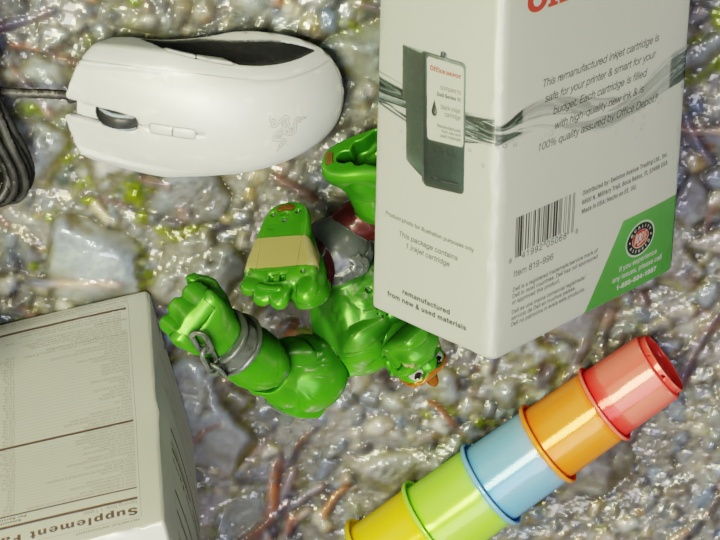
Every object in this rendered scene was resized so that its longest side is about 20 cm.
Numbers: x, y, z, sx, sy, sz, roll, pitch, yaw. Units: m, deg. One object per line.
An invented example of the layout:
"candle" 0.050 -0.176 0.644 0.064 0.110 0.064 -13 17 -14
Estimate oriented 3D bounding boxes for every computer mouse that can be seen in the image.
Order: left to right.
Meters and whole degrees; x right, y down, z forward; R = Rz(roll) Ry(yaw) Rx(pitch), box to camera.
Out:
"computer mouse" -0.106 -0.080 1.412 0.199 0.044 0.110 -2 123 -6

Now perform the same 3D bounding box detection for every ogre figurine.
"ogre figurine" 0.000 0.000 1.453 0.098 0.200 0.120 19 150 32

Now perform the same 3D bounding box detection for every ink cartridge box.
"ink cartridge box" 0.083 -0.080 1.369 0.146 0.083 0.201 -23 125 -42

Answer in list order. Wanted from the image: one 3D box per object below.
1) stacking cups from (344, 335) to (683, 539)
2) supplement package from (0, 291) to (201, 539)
"stacking cups" 0.083 0.104 1.559 0.200 0.061 0.060 -39 119 15
"supplement package" -0.144 0.120 1.454 0.113 0.200 0.110 -13 124 2
